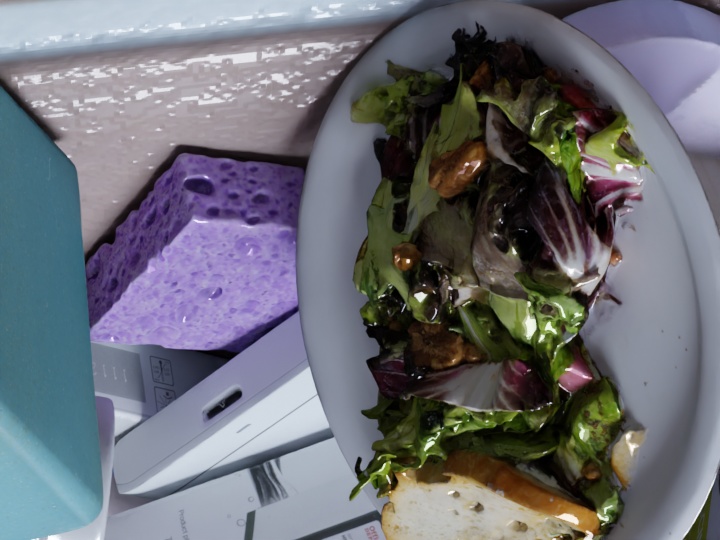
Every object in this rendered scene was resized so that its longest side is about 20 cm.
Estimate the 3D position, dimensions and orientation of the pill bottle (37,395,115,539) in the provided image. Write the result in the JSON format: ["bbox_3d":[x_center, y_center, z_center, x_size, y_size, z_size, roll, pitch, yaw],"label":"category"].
[{"bbox_3d":[-0.194,0.073,0.894,0.199,0.110,0.109,7,152,-10],"label":"pill bottle"}]

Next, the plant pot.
[{"bbox_3d":[-0.183,-0.010,0.736,0.141,0.142,0.200,-14,148,9],"label":"plant pot"}]

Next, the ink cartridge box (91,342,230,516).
[{"bbox_3d":[-0.121,0.087,1.066,0.176,0.045,0.200,-31,148,36],"label":"ink cartridge box"}]

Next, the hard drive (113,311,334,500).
[{"bbox_3d":[0.013,0.071,1.017,0.132,0.027,0.200,-36,146,31],"label":"hard drive"}]

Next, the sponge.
[{"bbox_3d":[0.000,0.000,0.943,0.199,0.030,0.112,4,152,-28],"label":"sponge"}]

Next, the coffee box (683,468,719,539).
[{"bbox_3d":[0.239,0.142,1.006,0.199,0.200,0.198,14,138,-1],"label":"coffee box"}]

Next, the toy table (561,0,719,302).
[{"bbox_3d":[0.117,0.006,0.859,0.183,0.117,0.200,-32,144,13],"label":"toy table"}]

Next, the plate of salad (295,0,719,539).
[{"bbox_3d":[0.037,0.014,0.785,0.048,0.201,0.200,-11,161,-40],"label":"plate of salad"}]

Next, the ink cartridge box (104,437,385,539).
[{"bbox_3d":[-0.001,0.135,1.006,0.199,0.085,0.146,-20,150,7],"label":"ink cartridge box"}]
